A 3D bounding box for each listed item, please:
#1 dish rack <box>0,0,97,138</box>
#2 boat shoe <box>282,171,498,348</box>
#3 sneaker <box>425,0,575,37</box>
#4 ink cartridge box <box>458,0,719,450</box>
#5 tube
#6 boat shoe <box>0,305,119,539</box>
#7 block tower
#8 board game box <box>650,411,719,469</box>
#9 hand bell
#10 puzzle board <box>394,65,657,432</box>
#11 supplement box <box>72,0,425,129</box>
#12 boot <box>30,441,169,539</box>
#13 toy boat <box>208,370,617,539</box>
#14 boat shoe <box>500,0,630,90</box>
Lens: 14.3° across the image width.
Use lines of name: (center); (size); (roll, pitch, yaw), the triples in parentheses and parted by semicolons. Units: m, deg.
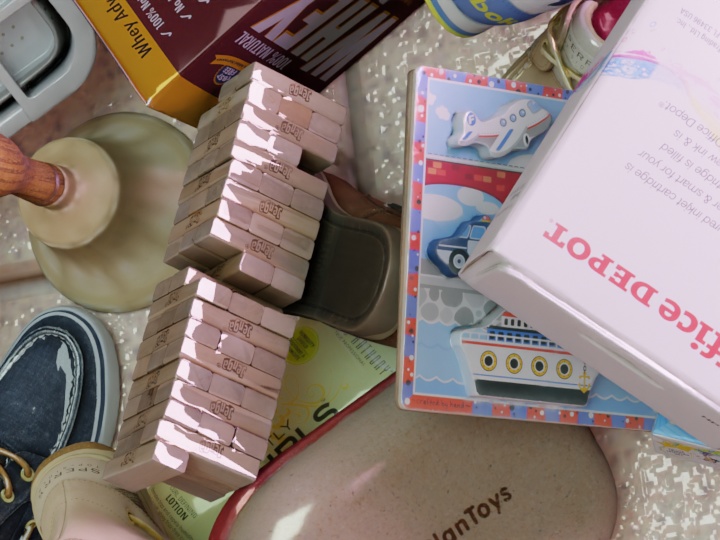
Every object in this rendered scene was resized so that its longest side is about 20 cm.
dish rack: (-0.249, -0.117, 1.407); (0.200, 0.044, 0.172); (-36, 112, 6)
boat shoe: (0.000, 0.000, 1.355); (0.072, 0.068, 0.200); (-68, 25, 9)
sneaker: (0.114, -0.177, 1.325); (0.200, 0.082, 0.074); (-46, 110, -29)
ink cartridge box: (0.155, -0.043, 1.233); (0.144, 0.085, 0.200); (34, 78, -4)
tube: (-0.053, 0.090, 1.404); (0.200, 0.052, 0.058); (-45, 105, 6)
boat shoe: (-0.186, 0.110, 1.424); (0.071, 0.091, 0.201); (22, 90, 21)
block tower: (-0.060, 0.009, 1.316); (0.054, 0.058, 0.201); (-28, 42, 57)
board game box: (0.222, 0.002, 1.293); (0.134, 0.034, 0.201); (14, 75, 14)
hand bell: (-0.156, -0.044, 1.377); (0.104, 0.200, 0.105); (-3, 80, 19)
puzzle board: (0.105, -0.005, 1.297); (0.017, 0.199, 0.152); (-10, 76, 58)
supplement box: (-0.057, -0.204, 1.400); (0.200, 0.133, 0.198); (-39, 72, 11)
boot: (-0.092, 0.188, 1.316); (0.073, 0.156, 0.201); (-26, 105, 3)
toy boat: (0.013, 0.119, 1.341); (0.200, 0.131, 0.131); (-34, 102, -22)
boat shoe: (0.118, -0.106, 1.357); (0.200, 0.069, 0.074); (-43, 71, 9)
